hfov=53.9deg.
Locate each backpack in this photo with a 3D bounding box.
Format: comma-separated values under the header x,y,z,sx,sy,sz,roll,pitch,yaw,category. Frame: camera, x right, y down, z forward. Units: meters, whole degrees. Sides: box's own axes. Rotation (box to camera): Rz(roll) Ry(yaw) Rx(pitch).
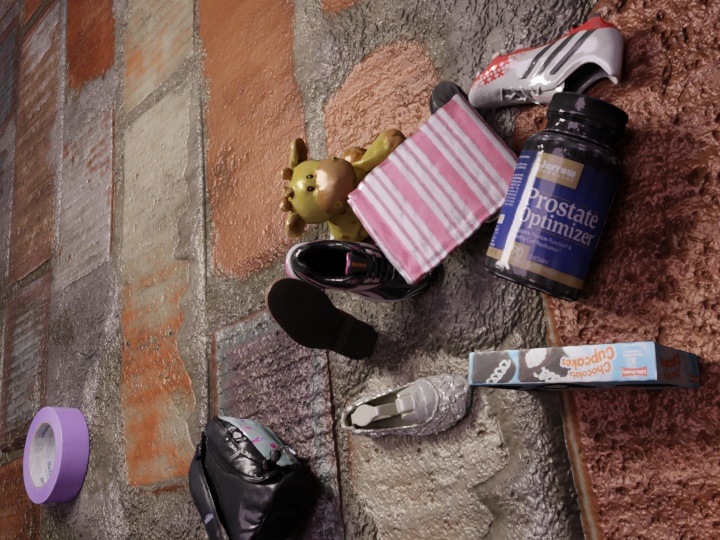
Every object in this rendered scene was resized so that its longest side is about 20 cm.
x,y,z,sx,sy,sz,roll,pitch,yaw,category
-0.166,0.308,1.045,0.199,0.126,0.169,34,93,44,backpack

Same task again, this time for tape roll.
x,y,z,sx,sy,sz,roll,pitch,yaw,category
-0.675,0.407,1.568,0.197,0.065,0.206,-13,71,43,tape roll

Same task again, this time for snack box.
x,y,z,sx,sy,sz,roll,pitch,yaw,category
0.221,0.100,0.715,0.197,0.115,0.038,-10,73,43,snack box

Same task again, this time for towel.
x,y,z,sx,sy,sz,roll,pitch,yaw,category
0.094,-0.099,0.876,0.199,0.030,0.147,-41,77,11,towel

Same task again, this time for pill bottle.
x,y,z,sx,sy,sz,roll,pitch,yaw,category
0.214,-0.079,0.766,0.111,0.110,0.205,23,97,44,pill bottle

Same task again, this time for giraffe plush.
x,y,z,sx,sy,sz,roll,pitch,yaw,category
-0.030,-0.110,0.978,0.199,0.160,0.176,-38,56,31,giraffe plush

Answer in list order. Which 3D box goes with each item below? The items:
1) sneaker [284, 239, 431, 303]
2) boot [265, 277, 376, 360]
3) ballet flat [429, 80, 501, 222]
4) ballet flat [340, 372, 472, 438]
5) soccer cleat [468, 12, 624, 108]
x,y,z,sx,sy,sz,roll,pitch,yaw,category
0.000,0.000,0.913,0.086,0.194,0.083,144,125,-83,sneaker
-0.066,0.062,0.951,0.075,0.199,0.075,25,83,46,boot
0.141,-0.154,0.911,0.065,0.057,0.205,-21,70,14,ballet flat
0.051,0.180,0.902,0.197,0.071,0.074,-25,64,38,ballet flat
0.213,-0.223,0.834,0.197,0.068,0.088,-17,65,36,soccer cleat
